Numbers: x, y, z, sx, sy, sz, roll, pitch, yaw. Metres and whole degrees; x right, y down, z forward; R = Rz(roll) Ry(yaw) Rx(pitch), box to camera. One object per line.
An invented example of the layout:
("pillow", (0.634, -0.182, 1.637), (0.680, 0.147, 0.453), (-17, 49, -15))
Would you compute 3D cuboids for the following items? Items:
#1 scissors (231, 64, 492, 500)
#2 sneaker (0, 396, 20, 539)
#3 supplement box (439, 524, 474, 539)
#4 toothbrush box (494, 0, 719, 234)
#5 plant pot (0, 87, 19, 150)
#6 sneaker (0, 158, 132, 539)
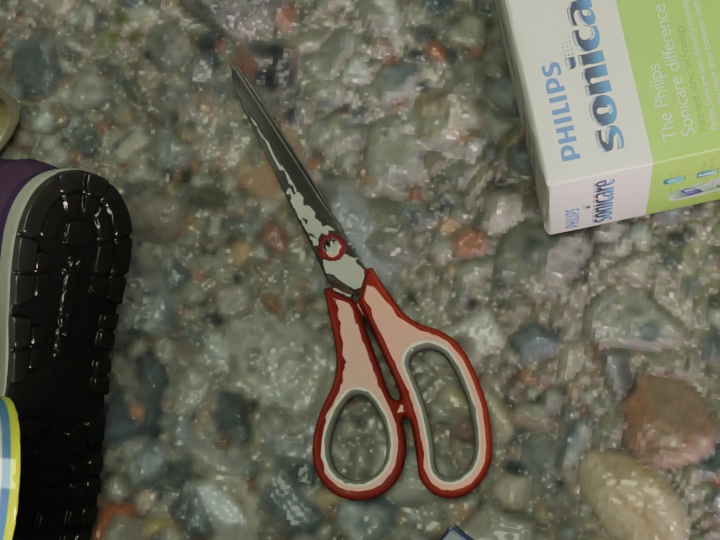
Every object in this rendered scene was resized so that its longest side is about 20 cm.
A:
("scissors", (0.000, 0.000, 0.818), (0.073, 0.014, 0.200), (-15, 75, 5))
("sneaker", (-0.201, 0.086, 0.736), (0.082, 0.200, 0.074), (7, 66, -37))
("supplement box", (0.056, 0.232, 0.694), (0.200, 0.134, 0.200), (36, 83, 12))
("toothbrush box", (0.155, -0.111, 0.788), (0.200, 0.086, 0.146), (-12, 76, 2))
("plant pot", (-0.291, -0.058, 0.778), (0.177, 0.200, 0.200), (31, 82, 24))
("sneaker", (-0.153, 0.054, 0.802), (0.087, 0.076, 0.200), (11, 87, 40))
